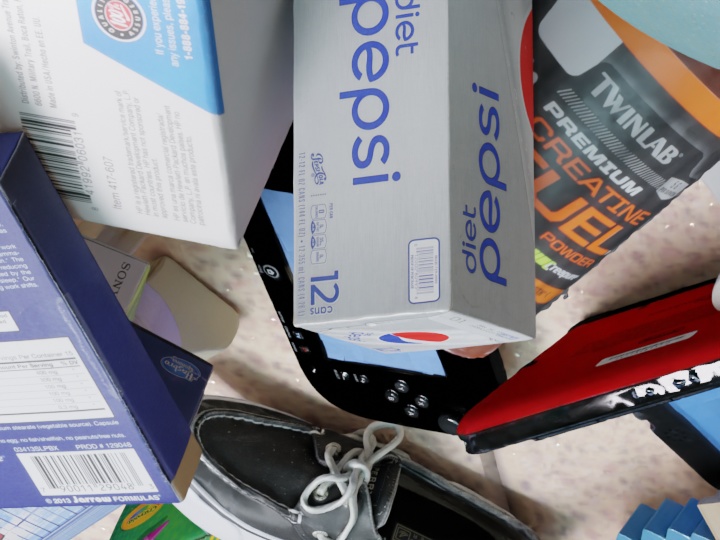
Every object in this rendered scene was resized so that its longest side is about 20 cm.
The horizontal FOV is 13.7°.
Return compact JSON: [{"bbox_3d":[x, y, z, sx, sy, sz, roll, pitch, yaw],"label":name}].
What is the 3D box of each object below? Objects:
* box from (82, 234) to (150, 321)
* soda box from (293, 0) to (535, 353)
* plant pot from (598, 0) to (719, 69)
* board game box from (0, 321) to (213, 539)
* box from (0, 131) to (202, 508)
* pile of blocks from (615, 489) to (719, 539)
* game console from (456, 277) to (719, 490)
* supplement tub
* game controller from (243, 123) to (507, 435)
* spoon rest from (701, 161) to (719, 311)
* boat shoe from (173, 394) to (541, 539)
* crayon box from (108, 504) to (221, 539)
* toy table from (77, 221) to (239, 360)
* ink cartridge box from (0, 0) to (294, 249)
[{"bbox_3d":[-0.178,0.039,1.269,0.144,0.036,0.200,22,141,-1],"label":"box"},{"bbox_3d":[0.019,-0.075,1.044,0.063,0.200,0.068,-6,167,29],"label":"soda box"},{"bbox_3d":[0.122,-0.153,0.977,0.135,0.200,0.200,1,140,47],"label":"plant pot"},{"bbox_3d":[-0.191,0.064,1.227,0.200,0.062,0.200,28,138,-8],"label":"board game box"},{"bbox_3d":[-0.149,0.011,1.082,0.121,0.032,0.200,-3,135,25],"label":"box"},{"bbox_3d":[0.176,0.119,1.347,0.200,0.062,0.082,-8,119,41],"label":"pile of blocks"},{"bbox_3d":[0.173,0.060,1.253,0.200,0.172,0.119,-20,99,40],"label":"game console"},{"bbox_3d":[0.082,-0.066,1.108,0.200,0.107,0.107,-42,114,16],"label":"supplement tub"},{"bbox_3d":[0.000,0.000,1.318,0.104,0.042,0.200,1,137,24],"label":"game controller"},{"bbox_3d":[0.082,-0.066,1.203,0.200,0.061,0.099,36,140,4],"label":"spoon rest"},{"bbox_3d":[-0.005,0.108,1.419,0.199,0.074,0.068,31,145,-11],"label":"boat shoe"},{"bbox_3d":[-0.021,0.178,1.522,0.200,0.058,0.119,42,137,-23],"label":"crayon box"},{"bbox_3d":[-0.145,0.012,1.339,0.200,0.117,0.184,-17,127,37],"label":"toy table"},{"bbox_3d":[-0.130,-0.099,1.041,0.200,0.084,0.146,11,141,13],"label":"ink cartridge box"}]
